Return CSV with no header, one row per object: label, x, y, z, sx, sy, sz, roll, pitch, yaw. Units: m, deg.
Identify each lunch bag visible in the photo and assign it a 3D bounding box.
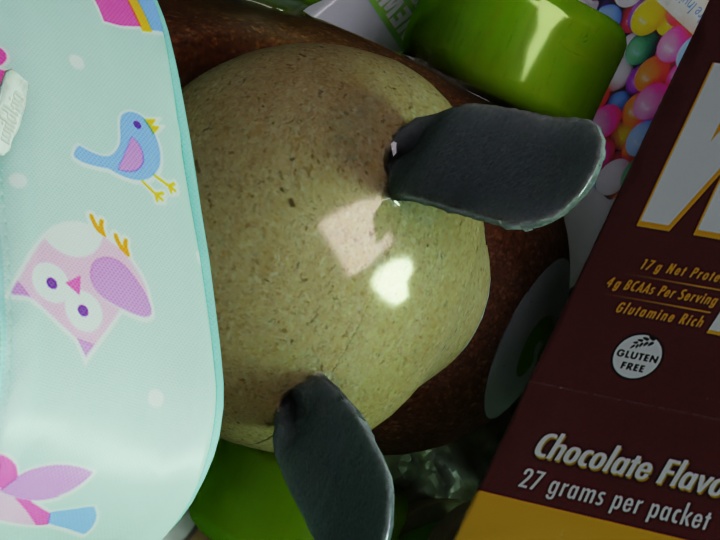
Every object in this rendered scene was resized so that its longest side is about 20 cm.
lunch bag,-0.114,0.024,0.635,0.077,0.200,0.161,19,48,-34

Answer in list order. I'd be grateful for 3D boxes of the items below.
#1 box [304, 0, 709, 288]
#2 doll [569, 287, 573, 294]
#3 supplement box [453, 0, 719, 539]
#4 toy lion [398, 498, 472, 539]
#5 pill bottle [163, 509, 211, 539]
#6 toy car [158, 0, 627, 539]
box,0.066,-0.080,0.834,0.200,0.041,0.156,-38,137,-2
doll,0.081,0.007,0.953,0.200,0.048,0.137,26,82,-26
supplement box,0.142,0.052,0.714,0.200,0.132,0.197,-63,148,-26
toy lion,0.025,0.198,0.892,0.192,0.069,0.200,-39,100,-19
pill bottle,-0.077,0.113,0.816,0.114,0.114,0.201,-11,87,-29
toy car,0.000,0.000,0.671,0.157,0.200,0.165,24,93,-21
